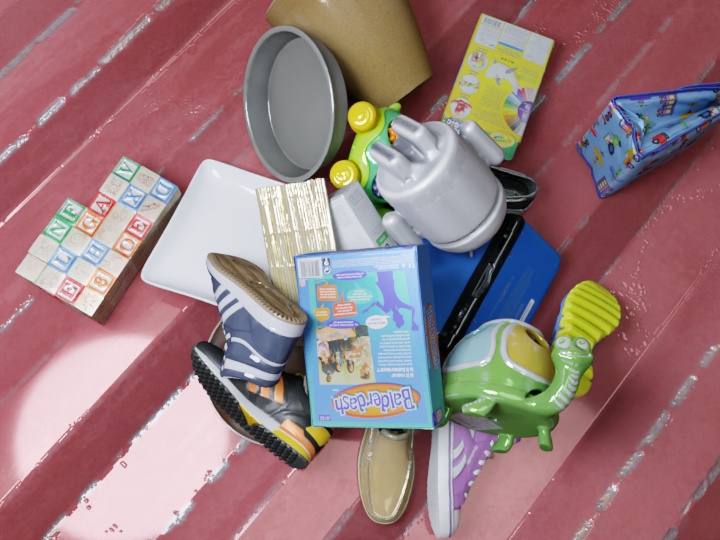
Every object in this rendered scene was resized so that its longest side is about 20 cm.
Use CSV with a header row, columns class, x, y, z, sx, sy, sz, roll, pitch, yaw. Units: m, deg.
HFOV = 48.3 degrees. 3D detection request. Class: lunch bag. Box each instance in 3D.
class,x,y,z,sx,sy,sz,roll,pitch,yaw
lunch bag,0.420,-0.190,1.089,0.200,0.151,0.094,-18,77,-8

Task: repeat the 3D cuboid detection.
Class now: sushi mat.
class,x,y,z,sx,sy,sz,roll,pitch,yaw
sushi mat,-0.069,-0.006,0.957,0.096,0.012,0.200,-8,94,22

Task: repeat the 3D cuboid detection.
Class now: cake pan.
class,x,y,z,sx,sy,sz,roll,pitch,yaw
cake pan,-0.085,-0.217,1.053,0.037,0.200,0.200,-13,74,-39

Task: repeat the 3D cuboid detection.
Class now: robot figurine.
class,x,y,z,sx,sy,sz,roll,pitch,yaw
robot figurine,0.098,-0.096,0.954,0.170,0.113,0.200,-47,127,5

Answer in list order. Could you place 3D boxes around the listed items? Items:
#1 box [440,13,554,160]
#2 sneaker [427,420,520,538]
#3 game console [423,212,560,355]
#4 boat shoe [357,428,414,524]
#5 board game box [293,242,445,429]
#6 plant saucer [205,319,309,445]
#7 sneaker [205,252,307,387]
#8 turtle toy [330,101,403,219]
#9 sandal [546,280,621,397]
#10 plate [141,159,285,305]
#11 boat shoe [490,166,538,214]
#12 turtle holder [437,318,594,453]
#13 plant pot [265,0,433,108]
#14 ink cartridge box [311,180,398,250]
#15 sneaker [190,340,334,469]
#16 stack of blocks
class,x,y,z,sx,sy,sz,roll,pitch,yaw
box,0.191,-0.255,1.146,0.117,0.048,0.200,21,72,1
sneaker,0.145,0.233,1.001,0.114,0.073,0.201,8,75,-5
game console,0.141,0.017,1.058,0.171,0.118,0.200,37,80,-37
boat shoe,0.036,0.211,0.995,0.072,0.076,0.200,4,75,-3
board game box,0.010,0.075,0.902,0.152,0.045,0.200,-3,94,24
plant saucer,-0.100,0.126,1.031,0.200,0.034,0.201,1,74,-4
sneaker,-0.141,0.059,0.947,0.070,0.200,0.109,7,110,-39
turtle toy,0.026,-0.119,1.039,0.101,0.146,0.200,16,91,12
sandal,0.271,0.093,1.042,0.079,0.087,0.200,38,55,4
plate,-0.154,-0.035,1.052,0.200,0.032,0.200,19,65,7
boat shoe,0.141,-0.121,1.094,0.199,0.068,0.074,16,75,1
turtle holder,0.166,0.122,0.918,0.141,0.186,0.132,17,64,1
plant pot,0.003,-0.317,1.094,0.186,0.186,0.200,-37,94,-12
ink cartridge box,0.000,0.000,0.998,0.200,0.109,0.050,57,36,-13
sneaker,-0.116,0.146,0.981,0.200,0.070,0.090,42,58,9
stack of blocks,-0.334,-0.046,1.047,0.115,0.059,0.200,30,75,4
